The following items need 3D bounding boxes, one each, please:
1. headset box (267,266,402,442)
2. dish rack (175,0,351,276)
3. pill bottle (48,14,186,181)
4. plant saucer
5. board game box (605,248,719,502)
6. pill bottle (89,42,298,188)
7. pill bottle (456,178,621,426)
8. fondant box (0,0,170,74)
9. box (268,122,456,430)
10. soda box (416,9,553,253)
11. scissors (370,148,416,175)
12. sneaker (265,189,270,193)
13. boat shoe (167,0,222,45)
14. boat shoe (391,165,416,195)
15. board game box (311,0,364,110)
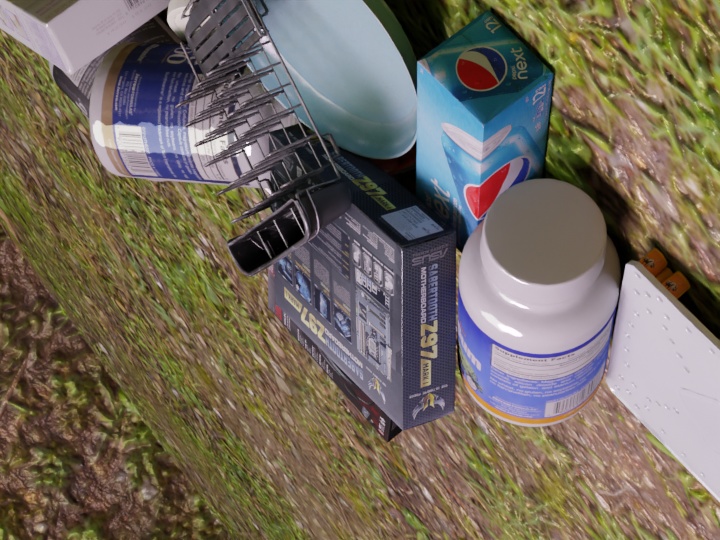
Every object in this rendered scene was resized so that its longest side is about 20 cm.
[{"bbox_3d":[-0.009,0.042,1.941,0.200,0.077,0.149,47,163,14],"label":"headset box"},{"bbox_3d":[-0.082,-0.106,1.519,0.201,0.054,0.153,64,154,2],"label":"dish rack"},{"bbox_3d":[-0.217,-0.187,1.965,0.200,0.116,0.117,46,163,22],"label":"pill bottle"},{"bbox_3d":[-0.027,-0.164,1.484,0.200,0.027,0.200,37,154,21],"label":"plant saucer"},{"bbox_3d":[0.249,0.099,1.431,0.200,0.026,0.200,46,163,22],"label":"board game box"},{"bbox_3d":[-0.106,-0.123,1.680,0.199,0.111,0.111,5,141,22],"label":"pill bottle"},{"bbox_3d":[0.122,0.020,1.463,0.112,0.112,0.200,46,162,23],"label":"pill bottle"},{"bbox_3d":[-0.253,-0.262,1.855,0.200,0.144,0.058,33,155,49],"label":"fondant box"},{"bbox_3d":[0.000,0.000,1.556,0.200,0.051,0.158,42,141,48],"label":"box"},{"bbox_3d":[0.082,-0.086,1.440,0.068,0.064,0.200,46,163,21],"label":"soda box"},{"bbox_3d":[-0.004,-0.069,1.662,0.200,0.073,0.014,-23,83,64],"label":"scissors"},{"bbox_3d":[-0.047,-0.078,1.842,0.201,0.073,0.114,51,-176,-13],"label":"sneaker"},{"bbox_3d":[-0.112,-0.202,1.743,0.202,0.072,0.061,62,-152,-71],"label":"boat shoe"},{"bbox_3d":[0.023,-0.051,1.698,0.073,0.075,0.200,33,174,-38],"label":"boat shoe"},{"bbox_3d":[-0.042,-0.221,1.530,0.101,0.048,0.200,32,154,49],"label":"board game box"}]
